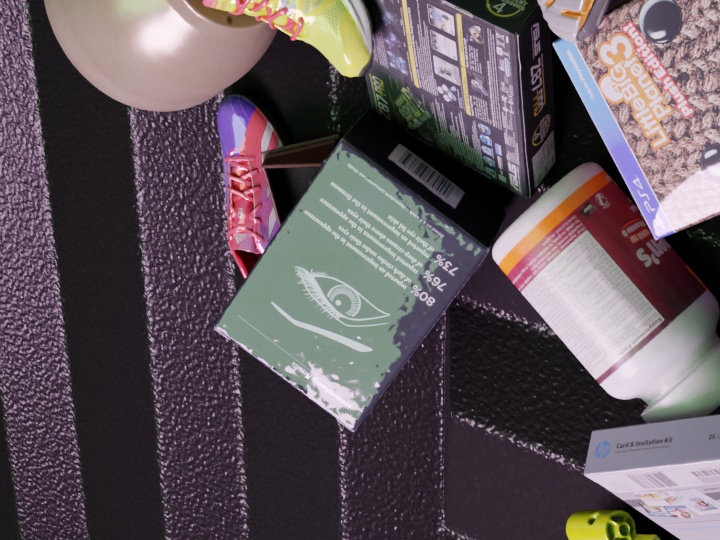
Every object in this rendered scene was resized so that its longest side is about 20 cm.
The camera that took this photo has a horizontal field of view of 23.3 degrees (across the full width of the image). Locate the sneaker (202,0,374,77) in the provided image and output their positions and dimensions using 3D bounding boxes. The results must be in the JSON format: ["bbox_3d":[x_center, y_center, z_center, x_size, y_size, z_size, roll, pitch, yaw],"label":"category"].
[{"bbox_3d":[-0.072,-0.211,1.290,0.200,0.090,0.078,47,162,0],"label":"sneaker"}]

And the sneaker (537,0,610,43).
[{"bbox_3d":[0.172,-0.249,1.158,0.078,0.077,0.202,34,114,54],"label":"sneaker"}]

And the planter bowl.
[{"bbox_3d":[-0.134,-0.236,1.379,0.134,0.199,0.202,-8,109,54],"label":"planter bowl"}]

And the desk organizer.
[{"bbox_3d":[-0.030,-0.005,1.507,0.071,0.077,0.202,-12,109,8],"label":"desk organizer"}]

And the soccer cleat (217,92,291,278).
[{"bbox_3d":[-0.093,-0.057,1.552,0.068,0.073,0.202,1,114,41],"label":"soccer cleat"}]

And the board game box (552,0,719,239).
[{"bbox_3d":[0.260,-0.138,1.182,0.199,0.097,0.161,-25,96,46],"label":"board game box"}]

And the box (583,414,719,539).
[{"bbox_3d":[0.287,0.170,1.296,0.155,0.042,0.199,-13,141,44],"label":"box"}]

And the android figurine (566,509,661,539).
[{"bbox_3d":[0.240,0.265,1.432,0.182,0.041,0.200,44,159,-12],"label":"android figurine"}]

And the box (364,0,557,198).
[{"bbox_3d":[0.070,-0.158,1.316,0.160,0.049,0.201,28,156,25],"label":"box"}]

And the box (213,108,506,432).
[{"bbox_3d":[0.000,0.000,1.403,0.147,0.104,0.201,37,112,-1],"label":"box"}]

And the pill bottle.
[{"bbox_3d":[0.200,0.026,1.318,0.200,0.109,0.110,49,136,7],"label":"pill bottle"}]
